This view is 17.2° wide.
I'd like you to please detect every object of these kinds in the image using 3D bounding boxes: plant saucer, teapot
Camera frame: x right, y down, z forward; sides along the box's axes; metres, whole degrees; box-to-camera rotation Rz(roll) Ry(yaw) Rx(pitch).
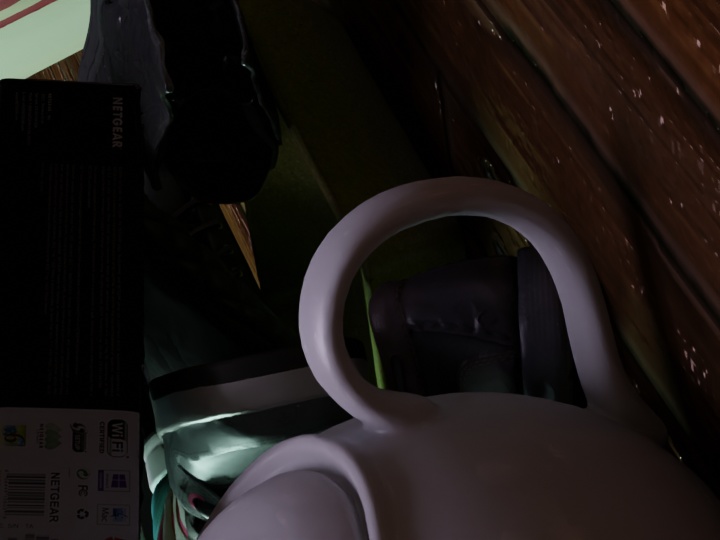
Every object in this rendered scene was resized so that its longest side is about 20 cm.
[{"bbox_3d":[0.000,0.000,0.933,0.201,0.047,0.201,-117,14,-45],"label":"plant saucer"},{"bbox_3d":[0.006,0.110,0.633,0.197,0.145,0.201,-45,34,36],"label":"teapot"}]

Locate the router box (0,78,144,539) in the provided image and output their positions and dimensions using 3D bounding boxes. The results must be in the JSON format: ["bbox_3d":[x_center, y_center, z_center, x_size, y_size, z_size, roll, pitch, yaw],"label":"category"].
[{"bbox_3d":[-0.096,0.063,0.744,0.150,0.051,0.201,102,168,-49],"label":"router box"}]

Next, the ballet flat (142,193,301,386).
[{"bbox_3d":[-0.065,0.008,0.871,0.200,0.066,0.057,46,-143,-20],"label":"ballet flat"}]

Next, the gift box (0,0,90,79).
[{"bbox_3d":[-0.172,-0.206,1.144,0.186,0.186,0.200,67,-172,18],"label":"gift box"}]

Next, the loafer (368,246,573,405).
[{"bbox_3d":[0.035,0.069,0.771,0.072,0.062,0.201,-89,-2,-45],"label":"loafer"}]

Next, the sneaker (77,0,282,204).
[{"bbox_3d":[-0.066,-0.061,0.880,0.200,0.059,0.105,96,157,-61],"label":"sneaker"}]

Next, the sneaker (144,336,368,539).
[{"bbox_3d":[-0.031,0.097,0.769,0.200,0.083,0.122,117,141,-74],"label":"sneaker"}]

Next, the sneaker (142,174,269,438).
[{"bbox_3d":[-0.075,0.015,1.007,0.200,0.074,0.107,-134,25,-71],"label":"sneaker"}]

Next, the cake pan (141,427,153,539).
[{"bbox_3d":[-0.109,0.077,1.004,0.200,0.036,0.202,166,90,-88],"label":"cake pan"}]
